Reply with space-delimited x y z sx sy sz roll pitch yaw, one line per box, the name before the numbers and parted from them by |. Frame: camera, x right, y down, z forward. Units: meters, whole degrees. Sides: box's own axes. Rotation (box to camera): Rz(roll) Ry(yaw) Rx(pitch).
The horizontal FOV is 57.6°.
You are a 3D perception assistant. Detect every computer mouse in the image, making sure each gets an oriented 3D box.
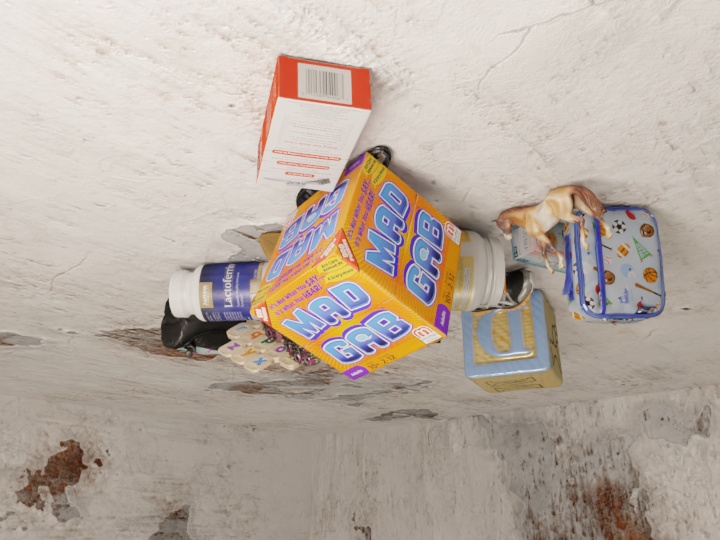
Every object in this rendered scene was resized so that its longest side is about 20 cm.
computer mouse | -0.027 -0.136 0.980 0.200 0.034 0.059 -26 125 39

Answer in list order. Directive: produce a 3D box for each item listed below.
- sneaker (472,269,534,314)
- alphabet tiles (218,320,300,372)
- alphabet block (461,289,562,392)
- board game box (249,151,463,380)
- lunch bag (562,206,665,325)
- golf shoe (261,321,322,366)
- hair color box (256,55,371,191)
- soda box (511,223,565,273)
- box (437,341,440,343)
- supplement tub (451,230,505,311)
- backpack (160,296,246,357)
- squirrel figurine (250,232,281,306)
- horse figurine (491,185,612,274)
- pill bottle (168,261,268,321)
sneaker | 0.282 0.044 1.383 0.077 0.079 0.200 23 148 -29
alphabet tiles | -0.162 0.133 1.253 0.200 0.015 0.195 19 -144 40
alphabet block | 0.362 0.174 1.556 0.196 0.196 0.200 -8 156 23
board game box | 0.000 0.000 0.946 0.200 0.200 0.200 37 135 -22
lunch bag | 0.415 -0.005 1.086 0.160 0.201 0.076 2 167 -9
golf shoe | -0.106 0.108 1.192 0.092 0.073 0.200 -17 -153 -27
hair color box | -0.065 -0.176 0.823 0.110 0.064 0.200 4 157 -15
soda box | 0.368 -0.038 1.186 0.199 0.064 0.068 13 155 -29
box | 0.130 0.149 1.688 0.136 0.040 0.200 -4 158 11
supplement tub | 0.142 0.000 1.163 0.199 0.146 0.145 1 159 -4
backpack | -0.336 0.111 1.450 0.126 0.168 0.200 8 171 38
squirrel figurine | -0.076 0.012 1.211 0.199 0.142 0.187 -8 164 24
horse figurine | 0.313 -0.078 1.042 0.050 0.133 0.200 -23 168 -34
pill bottle | -0.269 0.043 1.301 0.199 0.116 0.116 -3 159 3
